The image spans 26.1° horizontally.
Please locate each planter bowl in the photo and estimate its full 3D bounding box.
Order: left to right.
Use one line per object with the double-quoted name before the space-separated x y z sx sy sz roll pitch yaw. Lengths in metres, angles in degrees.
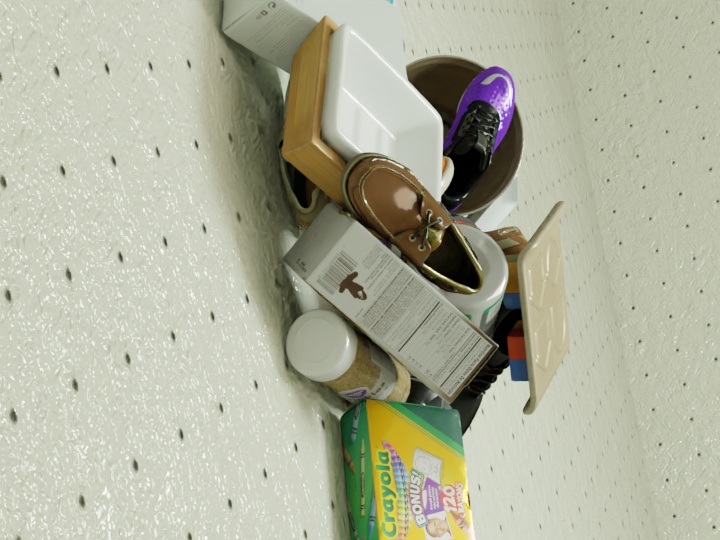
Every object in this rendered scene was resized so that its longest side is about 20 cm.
"planter bowl" 0.097 -0.163 1.985 0.135 0.198 0.203 160 -84 -81

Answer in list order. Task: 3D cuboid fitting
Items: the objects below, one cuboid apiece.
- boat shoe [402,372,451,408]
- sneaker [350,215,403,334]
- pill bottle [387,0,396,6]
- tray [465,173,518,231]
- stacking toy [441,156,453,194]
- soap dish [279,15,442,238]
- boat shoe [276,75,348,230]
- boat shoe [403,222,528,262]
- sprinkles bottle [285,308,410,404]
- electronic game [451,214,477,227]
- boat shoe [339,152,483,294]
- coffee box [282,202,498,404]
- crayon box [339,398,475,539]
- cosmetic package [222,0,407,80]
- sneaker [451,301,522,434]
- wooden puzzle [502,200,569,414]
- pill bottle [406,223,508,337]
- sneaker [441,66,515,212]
"boat shoe" 0.066 0.167 1.760 0.200 0.073 0.069 101 14 -72
"sneaker" 0.000 0.000 1.717 0.076 0.086 0.202 -92 -175 -53
"pill bottle" -0.025 -0.332 1.821 0.111 0.110 0.201 -81 151 -53
"tray" 0.135 -0.039 2.011 0.022 0.200 0.108 38 -10 16
"stacking toy" -0.001 -0.143 1.782 0.200 0.145 0.146 50 24 -15
"soap dish" 0.002 -0.135 1.575 0.200 0.081 0.159 40 44 -42
"boat shoe" -0.049 -0.137 1.645 0.068 0.074 0.202 43 34 -62
"boat shoe" 0.124 -0.015 1.848 0.198 0.076 0.075 -4 63 -36
"sprinkles bottle" -0.009 0.097 1.594 0.200 0.067 0.069 39 39 -63
"electronic game" 0.099 0.031 1.909 0.199 0.041 0.203 -26 123 -47
"boat shoe" 0.059 -0.045 1.515 0.200 0.072 0.068 39 -3 -42
"coffee box" 0.029 0.032 1.554 0.200 0.080 0.114 41 0 -19
"crayon box" 0.050 0.239 1.588 0.118 0.058 0.202 10 60 -29
"cosmetic package" -0.046 -0.260 1.624 0.199 0.081 0.114 31 42 -36
"sneaker" 0.133 0.124 1.865 0.106 0.074 0.202 20 -86 65
"wooden puzzle" 0.199 0.039 1.777 0.185 0.046 0.203 -44 134 -63
"pill bottle" 0.096 0.049 1.739 0.201 0.111 0.114 99 -10 -55
"sneaker" 0.139 -0.156 1.871 0.202 0.069 0.099 -63 -172 -6
